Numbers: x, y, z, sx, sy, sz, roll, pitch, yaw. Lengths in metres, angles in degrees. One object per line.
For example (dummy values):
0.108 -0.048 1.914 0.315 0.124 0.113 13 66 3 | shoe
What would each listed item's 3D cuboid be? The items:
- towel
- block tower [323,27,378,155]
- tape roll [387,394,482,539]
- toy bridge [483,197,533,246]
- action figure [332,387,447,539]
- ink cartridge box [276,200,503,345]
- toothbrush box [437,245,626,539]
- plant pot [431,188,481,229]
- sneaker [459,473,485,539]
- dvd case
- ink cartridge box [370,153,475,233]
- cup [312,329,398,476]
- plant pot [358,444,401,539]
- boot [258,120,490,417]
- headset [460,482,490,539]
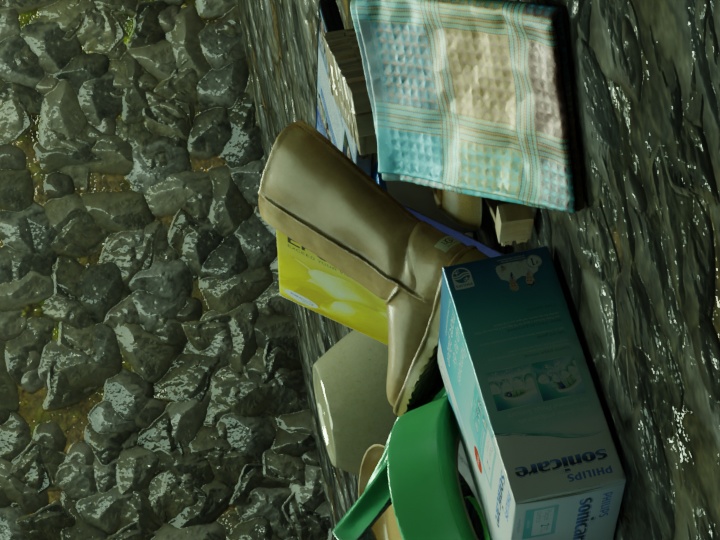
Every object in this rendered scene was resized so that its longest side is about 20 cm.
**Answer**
0.071 -0.120 1.430 0.200 0.022 0.147 15 121 48 | towel
0.009 -0.144 1.614 0.200 0.058 0.054 -107 7 -70 | block tower
0.093 0.196 1.621 0.200 0.048 0.201 48 -151 -38 | tape roll
0.097 -0.106 1.602 0.067 0.027 0.200 89 169 -60 | toy bridge
0.051 0.143 1.736 0.200 0.055 0.118 -57 8 6 | action figure
0.022 0.004 1.761 0.047 0.197 0.200 -59 -14 -21 | ink cartridge box
0.121 0.108 1.512 0.146 0.085 0.200 90 166 -59 | toothbrush box
0.061 -0.129 1.629 0.200 0.027 0.200 170 90 -87 | plant pot
0.107 0.230 1.828 0.075 0.078 0.200 -129 29 -77 | sneaker
-0.016 -0.124 1.813 0.200 0.018 0.143 93 164 -60 | dvd case
0.035 -0.113 1.846 0.200 0.084 0.146 -138 38 -76 | ink cartridge box
0.034 0.126 1.991 0.200 0.143 0.201 168 90 -83 | cup
0.046 0.251 1.849 0.200 0.027 0.200 170 90 -72 | plant pot
0.000 0.000 1.665 0.200 0.066 0.175 35 122 23 | boot
0.067 0.275 1.716 0.123 0.094 0.200 18 -105 -50 | headset
